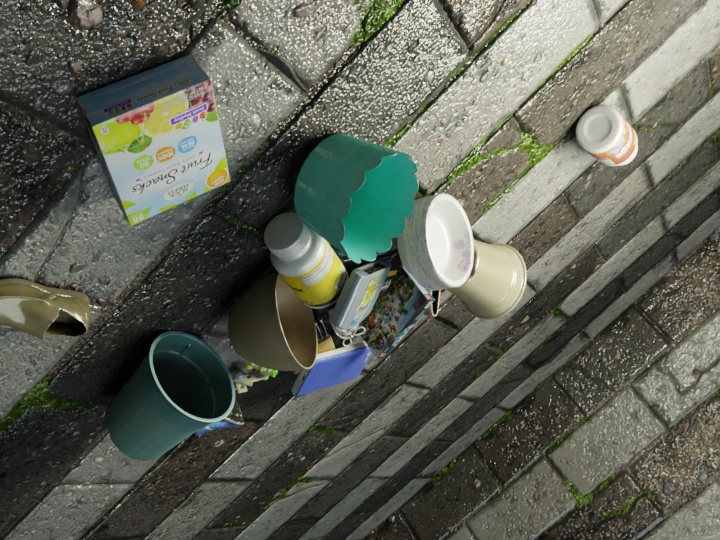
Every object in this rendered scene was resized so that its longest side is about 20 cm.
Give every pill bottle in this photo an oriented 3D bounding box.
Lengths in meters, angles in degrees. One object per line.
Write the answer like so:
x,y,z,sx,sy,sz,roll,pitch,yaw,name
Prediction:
-0.105,-0.020,1.365,0.111,0.112,0.201,-36,142,-3,pill bottle
0.608,-0.320,1.745,0.112,0.113,0.199,-49,150,20,pill bottle

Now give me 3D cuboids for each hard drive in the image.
-0.064,0.238,1.747,0.198,0.025,0.133,-10,140,-41,hard drive

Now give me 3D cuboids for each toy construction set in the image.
-0.226,0.201,1.575,0.131,0.092,0.201,-45,171,-42,toy construction set

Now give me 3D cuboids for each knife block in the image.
-0.097,0.159,1.688,0.198,0.064,0.176,-1,135,-48,knife block

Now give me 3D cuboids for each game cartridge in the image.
0.000,0.052,1.470,0.135,0.040,0.200,-62,167,16,game cartridge

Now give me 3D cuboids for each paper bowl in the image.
0.156,-0.058,1.551,0.103,0.204,0.199,-11,171,39,paper bowl

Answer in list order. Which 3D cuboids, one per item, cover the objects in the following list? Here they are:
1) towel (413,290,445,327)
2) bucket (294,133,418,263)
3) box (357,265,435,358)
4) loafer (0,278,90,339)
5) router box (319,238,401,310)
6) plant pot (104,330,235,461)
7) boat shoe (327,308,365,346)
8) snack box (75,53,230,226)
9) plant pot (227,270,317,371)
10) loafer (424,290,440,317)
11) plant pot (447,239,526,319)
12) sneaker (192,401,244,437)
0.160,0.090,1.854,0.145,0.023,0.200,-51,164,3,towel
-0.008,-0.131,1.247,0.206,0.134,0.209,-35,141,-35,bucket
0.069,0.090,1.701,0.037,0.137,0.201,4,131,-52,box
-0.498,0.063,1.096,0.199,0.068,0.076,6,130,-52,loafer
0.000,0.000,1.581,0.198,0.052,0.158,-12,143,-38,router box
-0.383,0.257,1.396,0.196,0.202,0.199,-40,152,22,plant pot
-0.032,0.127,1.628,0.074,0.087,0.202,-18,170,-7,boat shoe
-0.279,-0.177,1.000,0.167,0.068,0.201,-28,152,-18,snack box
-0.184,0.112,1.423,0.133,0.203,0.200,-16,155,14,plant pot
0.177,0.012,1.707,0.071,0.063,0.203,-4,109,-40,loafer
0.284,0.003,1.793,0.182,0.201,0.201,22,117,-45,plant pot
-0.354,0.336,1.658,0.089,0.079,0.199,-41,144,22,sneaker
